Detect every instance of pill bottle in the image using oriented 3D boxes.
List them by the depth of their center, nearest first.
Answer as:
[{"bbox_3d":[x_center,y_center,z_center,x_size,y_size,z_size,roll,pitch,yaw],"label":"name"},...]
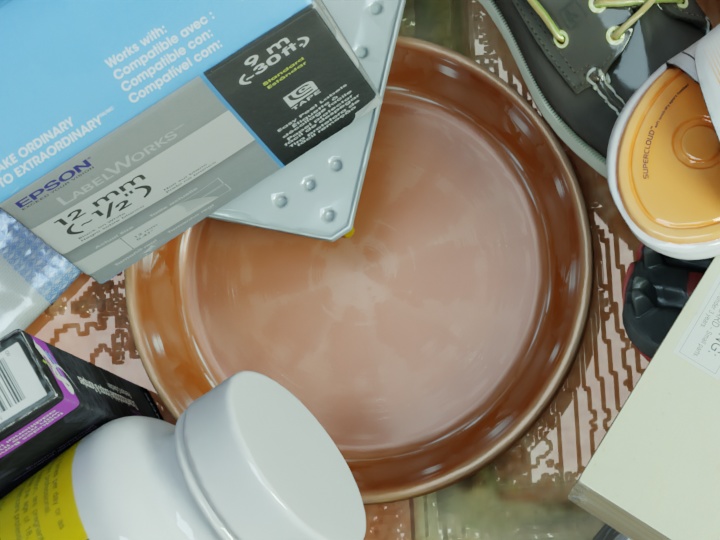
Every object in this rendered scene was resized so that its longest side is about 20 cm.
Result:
[{"bbox_3d":[-0.099,0.126,1.151,0.200,0.111,0.111,-37,77,19],"label":"pill bottle"}]

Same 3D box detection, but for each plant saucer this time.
[{"bbox_3d":[0.000,0.000,1.253,0.200,0.032,0.201,-2,81,9],"label":"plant saucer"}]

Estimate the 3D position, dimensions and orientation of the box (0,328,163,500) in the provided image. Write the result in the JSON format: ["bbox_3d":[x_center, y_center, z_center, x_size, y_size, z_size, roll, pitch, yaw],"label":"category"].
[{"bbox_3d":[-0.161,0.085,1.180,0.143,0.200,0.036,-32,79,4],"label":"box"}]

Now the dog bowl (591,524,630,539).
[{"bbox_3d":[0.168,0.169,1.187,0.200,0.059,0.200,-1,82,9],"label":"dog bowl"}]

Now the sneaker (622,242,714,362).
[{"bbox_3d":[0.167,-0.024,1.211,0.071,0.098,0.201,15,61,23],"label":"sneaker"}]

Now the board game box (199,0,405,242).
[{"bbox_3d":[-0.076,-0.124,1.258,0.200,0.026,0.200,11,81,13],"label":"board game box"}]

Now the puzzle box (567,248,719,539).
[{"bbox_3d":[0.183,0.039,1.110,0.133,0.025,0.200,32,68,6],"label":"puzzle box"}]

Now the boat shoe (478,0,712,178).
[{"bbox_3d":[0.092,-0.107,1.172,0.072,0.061,0.201,-27,64,-23],"label":"boat shoe"}]

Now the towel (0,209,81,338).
[{"bbox_3d":[-0.160,-0.065,1.293,0.147,0.024,0.200,43,90,12],"label":"towel"}]

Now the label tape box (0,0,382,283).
[{"bbox_3d":[-0.083,-0.076,1.132,0.143,0.200,0.066,-32,75,3],"label":"label tape box"}]

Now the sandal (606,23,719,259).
[{"bbox_3d":[0.181,-0.084,1.098,0.206,0.059,0.079,-31,70,-3],"label":"sandal"}]
